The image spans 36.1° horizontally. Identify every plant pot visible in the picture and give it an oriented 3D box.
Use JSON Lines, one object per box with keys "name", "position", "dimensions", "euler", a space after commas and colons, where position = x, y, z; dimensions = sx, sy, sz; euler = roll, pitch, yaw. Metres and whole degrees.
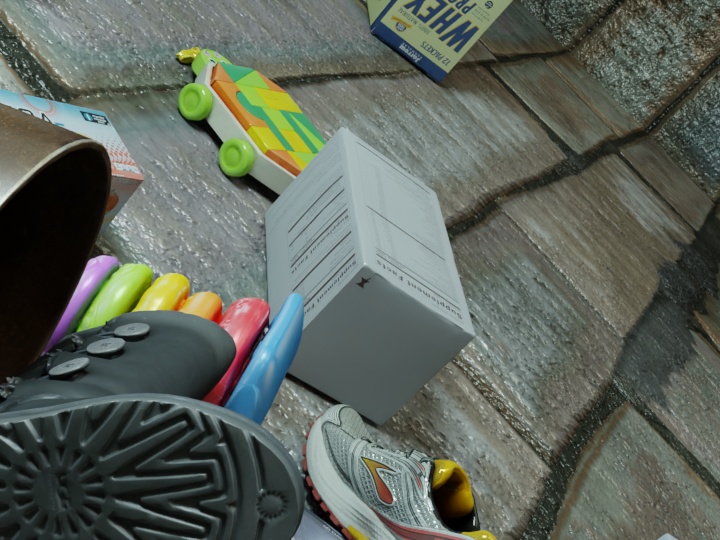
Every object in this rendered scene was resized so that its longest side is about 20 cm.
{"name": "plant pot", "position": [-0.241, -0.020, 0.469], "dimensions": [0.199, 0.188, 0.187], "euler": [29, 24, 1]}

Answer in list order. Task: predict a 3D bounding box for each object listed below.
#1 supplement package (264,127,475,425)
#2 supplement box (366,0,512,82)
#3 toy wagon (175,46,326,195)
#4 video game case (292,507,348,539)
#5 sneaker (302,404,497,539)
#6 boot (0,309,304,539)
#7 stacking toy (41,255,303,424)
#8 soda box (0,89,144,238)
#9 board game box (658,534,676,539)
{"name": "supplement package", "position": [0.000, 0.000, 0.869], "dimensions": [0.113, 0.110, 0.201], "euler": [33, 26, -25]}
{"name": "supplement box", "position": [0.120, -0.428, 1.643], "dimensions": [0.134, 0.200, 0.200], "euler": [32, 28, -23]}
{"name": "toy wagon", "position": [-0.102, -0.145, 1.029], "dimensions": [0.200, 0.040, 0.155], "euler": [53, 25, 18]}
{"name": "video game case", "position": [0.004, 0.201, 0.593], "dimensions": [0.143, 0.019, 0.200], "euler": [40, 8, -11]}
{"name": "sneaker", "position": [0.032, 0.145, 0.692], "dimensions": [0.078, 0.082, 0.200], "euler": [35, 7, -40]}
{"name": "boot", "position": [-0.089, 0.064, 0.479], "dimensions": [0.163, 0.066, 0.200], "euler": [2, 7, 8]}
{"name": "stacking toy", "position": [-0.140, 0.031, 0.631], "dimensions": [0.199, 0.116, 0.110], "euler": [31, 22, -3]}
{"name": "soda box", "position": [-0.232, -0.069, 0.669], "dimensions": [0.199, 0.064, 0.069], "euler": [6, 43, -56]}
{"name": "board game box", "position": [0.327, 0.342, 0.904], "dimensions": [0.199, 0.041, 0.201], "euler": [34, 26, -22]}
